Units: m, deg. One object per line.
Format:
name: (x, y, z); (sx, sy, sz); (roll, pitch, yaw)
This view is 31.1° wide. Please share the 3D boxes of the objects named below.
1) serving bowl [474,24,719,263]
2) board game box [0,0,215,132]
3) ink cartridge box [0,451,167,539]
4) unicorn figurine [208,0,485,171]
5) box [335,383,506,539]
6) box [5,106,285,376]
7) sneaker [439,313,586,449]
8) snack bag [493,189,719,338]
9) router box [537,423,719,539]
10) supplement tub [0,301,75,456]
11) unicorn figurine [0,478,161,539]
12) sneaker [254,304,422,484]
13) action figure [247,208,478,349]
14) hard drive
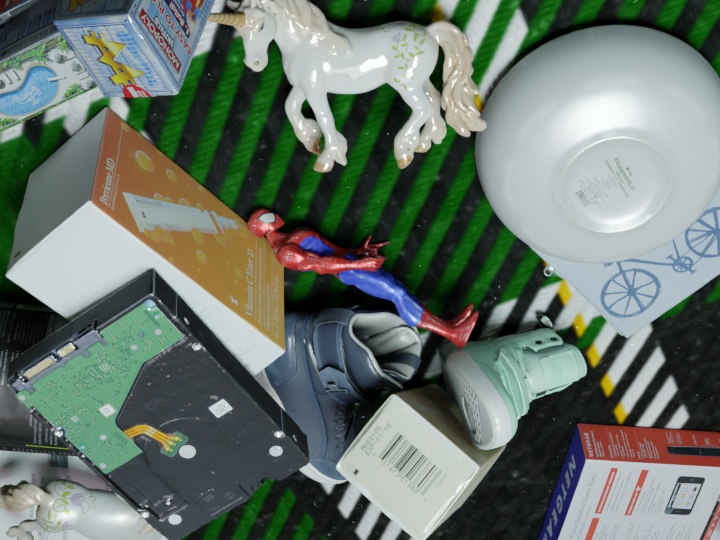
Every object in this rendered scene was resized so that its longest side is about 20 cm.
serving bowl: (0.187, -0.081, 0.980); (0.198, 0.066, 0.202); (0, 127, 0)
board game box: (-0.168, -0.169, 0.818); (0.198, 0.201, 0.062); (-22, 128, 14)
ink cartridge box: (-0.260, 0.184, 1.177); (0.198, 0.083, 0.148); (7, 129, -11)
unicorn figurine: (-0.013, -0.142, 0.933); (0.198, 0.074, 0.139); (-11, 118, -12)
box: (0.056, 0.156, 1.086); (0.095, 0.200, 0.078); (39, 96, 10)
box: (-0.159, -0.006, 1.002); (0.097, 0.125, 0.200); (-36, 123, 23)
sneaker: (0.133, 0.085, 1.068); (0.117, 0.200, 0.075); (-14, 99, -1)
snack bag: (0.228, -0.050, 1.057); (0.188, 0.022, 0.200); (-39, 119, 24)
router box: (0.280, 0.242, 1.280); (0.177, 0.049, 0.201); (5, 129, -7)
supplement tub: (-0.246, 0.092, 1.078); (0.198, 0.123, 0.123); (7, 129, -9)
unicorn figurine: (-0.206, 0.202, 1.087); (0.198, 0.075, 0.137); (1, 156, -34)
sneaker: (-0.004, 0.111, 1.118); (0.145, 0.077, 0.203); (-8, 131, 25)
action figure: (0.000, 0.000, 1.050); (0.198, 0.065, 0.052); (23, 101, -4)
hard drive: (-0.149, 0.107, 0.976); (0.139, 0.038, 0.200); (-32, 122, 13)
